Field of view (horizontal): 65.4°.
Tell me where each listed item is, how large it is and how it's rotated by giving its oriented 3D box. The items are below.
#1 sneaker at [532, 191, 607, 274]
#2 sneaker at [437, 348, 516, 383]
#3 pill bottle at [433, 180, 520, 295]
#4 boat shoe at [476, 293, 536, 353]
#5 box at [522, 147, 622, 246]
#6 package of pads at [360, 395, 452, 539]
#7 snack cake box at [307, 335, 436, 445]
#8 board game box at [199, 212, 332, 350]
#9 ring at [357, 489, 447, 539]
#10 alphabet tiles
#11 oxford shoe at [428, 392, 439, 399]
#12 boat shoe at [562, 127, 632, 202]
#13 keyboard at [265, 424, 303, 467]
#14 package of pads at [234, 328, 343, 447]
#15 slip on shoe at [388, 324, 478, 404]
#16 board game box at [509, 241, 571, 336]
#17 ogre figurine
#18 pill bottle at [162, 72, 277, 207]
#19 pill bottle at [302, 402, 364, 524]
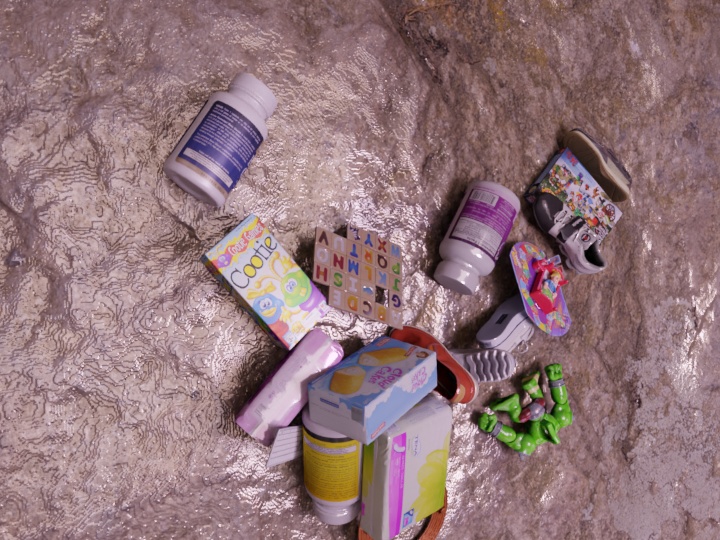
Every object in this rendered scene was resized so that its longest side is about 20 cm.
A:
[{"bbox_3d":[0.427,-0.078,1.122,0.074,0.088,0.200,-43,101,-11],"label":"sneaker"},{"bbox_3d":[0.190,0.179,1.024,0.082,0.198,0.076,10,77,-57],"label":"sneaker"},{"bbox_3d":[0.217,-0.060,1.066,0.112,0.112,0.202,31,78,-16],"label":"pill bottle"},{"bbox_3d":[0.303,0.120,1.101,0.201,0.074,0.087,-37,116,-40],"label":"boat shoe"},{"bbox_3d":[0.455,-0.140,1.198,0.200,0.038,0.137,44,74,-14],"label":"box"},{"bbox_3d":[0.077,0.319,0.917,0.153,0.068,0.203,-11,110,-39],"label":"package of pads"},{"bbox_3d":[0.024,0.181,0.890,0.199,0.114,0.068,-25,118,-49],"label":"snack cake box"},{"bbox_3d":[-0.157,0.020,0.927,0.105,0.103,0.200,-44,102,-17],"label":"board game box"},{"bbox_3d":[0.083,0.450,1.016,0.198,0.019,0.203,-6,101,-30],"label":"ring"},{"bbox_3d":[0.000,0.000,0.979,0.198,0.008,0.169,21,58,-34],"label":"alphabet tiles"},{"bbox_3d":[0.070,0.296,1.014,0.200,0.075,0.058,-44,122,-12],"label":"oxford shoe"},{"bbox_3d":[0.514,-0.235,1.212,0.201,0.072,0.066,43,64,-14],"label":"boat shoe"},{"bbox_3d":[-0.109,0.277,0.898,0.011,0.200,0.057,11,79,13],"label":"keyboard"},{"bbox_3d":[-0.117,0.189,0.923,0.076,0.121,0.200,41,74,-1],"label":"package of pads"},{"bbox_3d":[0.119,0.161,0.989,0.061,0.200,0.075,7,117,-49],"label":"slip on shoe"},{"bbox_3d":[0.370,0.026,1.108,0.157,0.039,0.202,10,60,-39],"label":"board game box"},{"bbox_3d":[0.337,0.285,1.106,0.199,0.098,0.121,-30,87,-30],"label":"ogre figurine"},{"bbox_3d":[-0.220,-0.214,0.910,0.110,0.111,0.201,34,77,-16],"label":"pill bottle"},{"bbox_3d":[-0.040,0.312,0.933,0.111,0.112,0.203,-7,111,-20],"label":"pill bottle"}]
